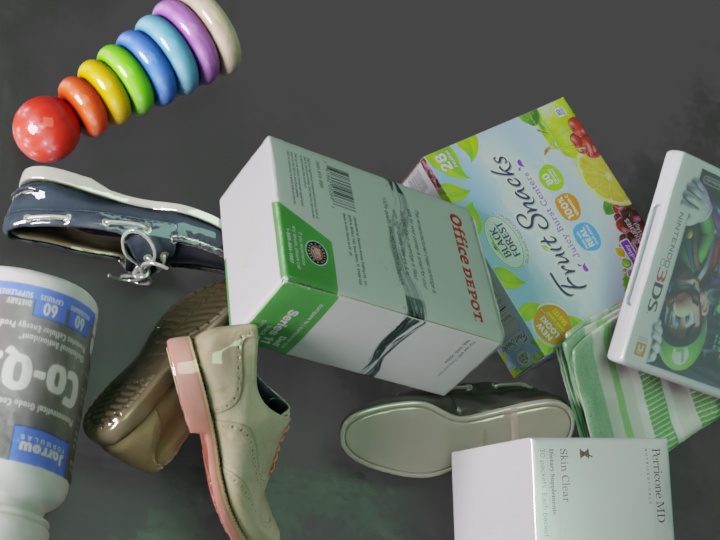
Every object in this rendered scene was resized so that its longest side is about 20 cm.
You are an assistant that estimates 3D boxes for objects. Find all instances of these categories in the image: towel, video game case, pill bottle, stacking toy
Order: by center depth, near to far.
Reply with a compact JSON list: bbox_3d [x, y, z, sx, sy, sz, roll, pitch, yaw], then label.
[{"bbox_3d":[-0.256,0.108,0.916,0.114,0.114,0.200,10,65,-14],"label":"pill bottle"},{"bbox_3d":[-0.199,-0.154,1.074,0.200,0.085,0.085,-37,83,-20],"label":"stacking toy"},{"bbox_3d":[0.312,0.015,1.106,0.200,0.023,0.182,19,86,-32],"label":"video game case"},{"bbox_3d":[0.260,0.083,1.108,0.200,0.023,0.153,-27,109,-27],"label":"towel"}]

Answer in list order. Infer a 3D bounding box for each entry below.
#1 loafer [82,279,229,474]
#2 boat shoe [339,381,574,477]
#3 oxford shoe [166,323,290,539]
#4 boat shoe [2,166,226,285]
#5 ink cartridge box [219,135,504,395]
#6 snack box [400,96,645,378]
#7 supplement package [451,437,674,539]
[{"bbox_3d":[-0.132,0.078,0.998,0.200,0.076,0.068,-47,122,-35],"label":"loafer"},{"bbox_3d":[0.075,0.127,1.057,0.200,0.057,0.067,-2,104,-15],"label":"boat shoe"},{"bbox_3d":[-0.080,0.131,0.936,0.074,0.200,0.071,-18,29,-8],"label":"oxford shoe"},{"bbox_3d":[-0.180,-0.025,1.020,0.200,0.075,0.062,18,62,-8],"label":"boat shoe"},{"bbox_3d":[0.000,0.000,1.001,0.200,0.083,0.147,18,43,-29],"label":"ink cartridge box"},{"bbox_3d":[0.158,-0.032,1.135,0.168,0.068,0.200,-24,76,-28],"label":"snack box"},{"bbox_3d":[0.149,0.228,0.954,0.111,0.156,0.200,2,78,-18],"label":"supplement package"}]
